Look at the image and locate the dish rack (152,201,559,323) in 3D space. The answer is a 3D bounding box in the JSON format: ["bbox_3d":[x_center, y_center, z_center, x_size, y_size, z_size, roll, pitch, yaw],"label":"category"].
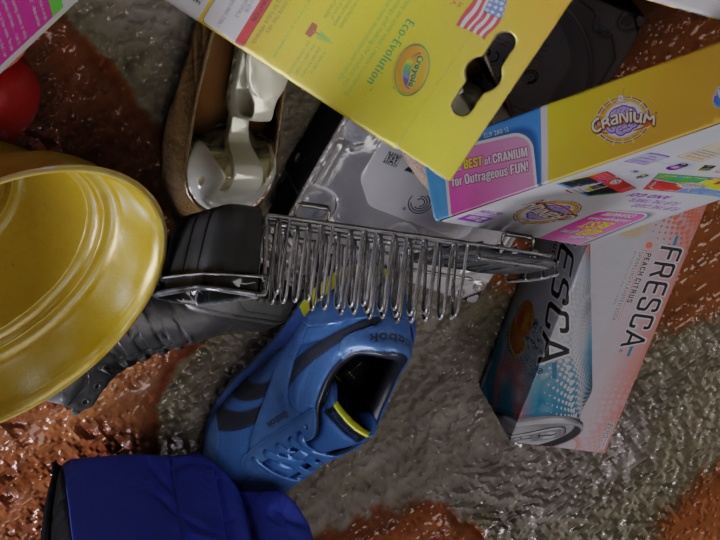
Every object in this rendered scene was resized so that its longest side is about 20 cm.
[{"bbox_3d":[0.000,0.000,1.565,0.199,0.153,0.055,8,87,-15],"label":"dish rack"}]

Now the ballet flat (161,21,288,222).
[{"bbox_3d":[-0.064,-0.089,1.594,0.068,0.072,0.201,2,120,-21],"label":"ballet flat"}]

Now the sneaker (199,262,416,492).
[{"bbox_3d":[-0.033,0.085,1.694,0.066,0.079,0.200,17,128,-28],"label":"sneaker"}]

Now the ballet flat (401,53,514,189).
[{"bbox_3d":[0.045,-0.097,1.583,0.068,0.067,0.200,-26,125,0],"label":"ballet flat"}]

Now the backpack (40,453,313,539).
[{"bbox_3d":[-0.106,0.230,1.712,0.167,0.163,0.200,3,128,-8],"label":"backpack"}]

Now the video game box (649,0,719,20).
[{"bbox_3d":[0.174,-0.179,1.539,0.182,0.200,0.047,10,112,-23],"label":"video game box"}]

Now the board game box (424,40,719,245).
[{"bbox_3d":[0.156,-0.065,1.535,0.200,0.040,0.153,-19,165,32],"label":"board game box"}]

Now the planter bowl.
[{"bbox_3d":[-0.207,-0.008,1.538,0.200,0.084,0.201,-24,147,-17],"label":"planter bowl"}]

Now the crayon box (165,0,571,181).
[{"bbox_3d":[-0.003,-0.151,1.492,0.200,0.051,0.127,34,117,-3],"label":"crayon box"}]

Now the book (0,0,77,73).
[{"bbox_3d":[-0.217,-0.116,1.413,0.200,0.048,0.134,-45,151,-18],"label":"book"}]

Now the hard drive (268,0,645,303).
[{"bbox_3d":[0.053,-0.088,1.655,0.139,0.038,0.200,21,113,-27],"label":"hard drive"}]

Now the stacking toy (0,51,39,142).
[{"bbox_3d":[-0.204,-0.149,1.512,0.085,0.085,0.201,-12,128,-11],"label":"stacking toy"}]

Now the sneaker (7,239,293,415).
[{"bbox_3d":[-0.144,0.034,1.654,0.199,0.060,0.105,10,115,-17],"label":"sneaker"}]

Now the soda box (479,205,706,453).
[{"bbox_3d":[0.138,0.006,1.724,0.068,0.064,0.201,8,117,-23],"label":"soda box"}]
